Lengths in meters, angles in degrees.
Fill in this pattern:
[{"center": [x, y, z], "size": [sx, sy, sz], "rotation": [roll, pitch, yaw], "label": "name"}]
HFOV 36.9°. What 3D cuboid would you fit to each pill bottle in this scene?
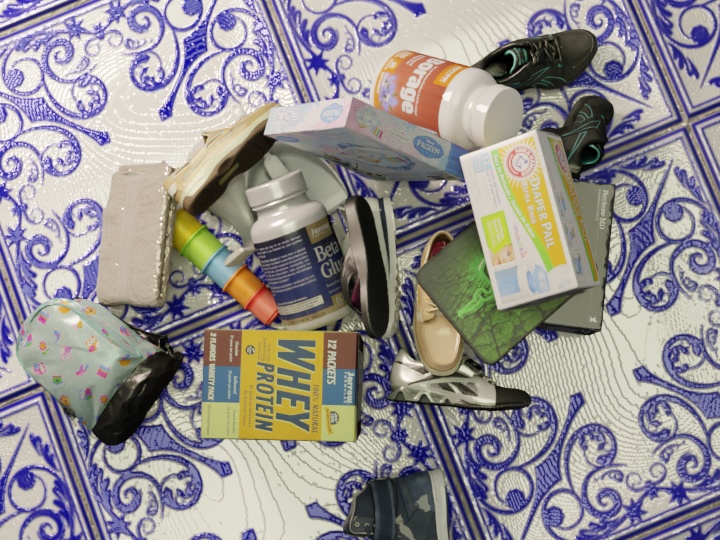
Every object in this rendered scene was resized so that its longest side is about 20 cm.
[{"center": [-0.083, -0.027, 1.459], "size": [0.110, 0.111, 0.202], "rotation": [-21, 99, -1], "label": "pill bottle"}, {"center": [0.116, -0.225, 1.452], "size": [0.199, 0.112, 0.113], "rotation": [24, 84, 40], "label": "pill bottle"}]

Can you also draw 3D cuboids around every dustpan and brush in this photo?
[{"center": [-0.124, -0.149, 1.519], "size": [0.139, 0.057, 0.201], "rotation": [-34, 84, -2], "label": "dustpan and brush"}]

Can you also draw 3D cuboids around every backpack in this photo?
[{"center": [-0.364, 0.120, 1.466], "size": [0.199, 0.127, 0.168], "rotation": [38, 90, 8], "label": "backpack"}]

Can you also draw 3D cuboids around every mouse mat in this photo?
[{"center": [0.192, 0.003, 1.420], "size": [0.199, 0.008, 0.161], "rotation": [-40, 84, -3], "label": "mouse mat"}]

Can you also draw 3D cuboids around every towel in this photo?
[{"center": [-0.308, -0.049, 1.493], "size": [0.131, 0.034, 0.203], "rotation": [0, 82, 40], "label": "towel"}]

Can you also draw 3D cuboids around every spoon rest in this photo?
[{"center": [-0.190, -0.097, 1.504], "size": [0.099, 0.060, 0.202], "rotation": [-35, 65, 28], "label": "spoon rest"}]

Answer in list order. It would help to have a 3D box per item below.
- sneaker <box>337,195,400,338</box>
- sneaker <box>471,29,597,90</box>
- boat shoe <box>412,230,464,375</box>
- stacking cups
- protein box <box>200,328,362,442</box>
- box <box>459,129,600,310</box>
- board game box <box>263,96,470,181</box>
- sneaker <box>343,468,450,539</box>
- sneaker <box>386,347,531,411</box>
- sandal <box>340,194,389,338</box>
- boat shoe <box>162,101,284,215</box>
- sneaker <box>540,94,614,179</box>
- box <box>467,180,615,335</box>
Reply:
[{"center": [0.014, -0.003, 1.498], "size": [0.079, 0.076, 0.203], "rotation": [-5, 74, 1], "label": "sneaker"}, {"center": [0.243, -0.289, 1.509], "size": [0.198, 0.079, 0.076], "rotation": [-21, 82, -2], "label": "sneaker"}, {"center": [0.106, 0.039, 1.463], "size": [0.073, 0.069, 0.203], "rotation": [-2, 65, 1], "label": "boat shoe"}, {"center": [-0.194, 0.001, 1.511], "size": [0.200, 0.061, 0.061], "rotation": [45, 87, 2], "label": "stacking cups"}, {"center": [-0.096, 0.151, 1.418], "size": [0.195, 0.200, 0.137], "rotation": [1, 84, 1], "label": "protein box"}, {"center": [0.213, -0.063, 1.354], "size": [0.111, 0.101, 0.203], "rotation": [-18, 82, 28], "label": "box"}, {"center": [0.007, -0.167, 1.409], "size": [0.197, 0.199, 0.044], "rotation": [18, 83, -34], "label": "board game box"}, {"center": [0.051, 0.376, 1.446], "size": [0.144, 0.077, 0.205], "rotation": [-4, 74, -10], "label": "sneaker"}, {"center": [0.138, 0.145, 1.476], "size": [0.197, 0.074, 0.090], "rotation": [7, 80, 6], "label": "sneaker"}, {"center": [0.000, 0.000, 1.434], "size": [0.047, 0.075, 0.203], "rotation": [-18, 64, 22], "label": "sandal"}, {"center": [-0.185, -0.167, 1.457], "size": [0.076, 0.072, 0.200], "rotation": [38, 68, 19], "label": "boat shoe"}, {"center": [0.303, -0.174, 1.467], "size": [0.079, 0.076, 0.200], "rotation": [24, 44, 29], "label": "sneaker"}, {"center": [0.243, -0.022, 1.476], "size": [0.179, 0.104, 0.203], "rotation": [7, 85, 4], "label": "box"}]
